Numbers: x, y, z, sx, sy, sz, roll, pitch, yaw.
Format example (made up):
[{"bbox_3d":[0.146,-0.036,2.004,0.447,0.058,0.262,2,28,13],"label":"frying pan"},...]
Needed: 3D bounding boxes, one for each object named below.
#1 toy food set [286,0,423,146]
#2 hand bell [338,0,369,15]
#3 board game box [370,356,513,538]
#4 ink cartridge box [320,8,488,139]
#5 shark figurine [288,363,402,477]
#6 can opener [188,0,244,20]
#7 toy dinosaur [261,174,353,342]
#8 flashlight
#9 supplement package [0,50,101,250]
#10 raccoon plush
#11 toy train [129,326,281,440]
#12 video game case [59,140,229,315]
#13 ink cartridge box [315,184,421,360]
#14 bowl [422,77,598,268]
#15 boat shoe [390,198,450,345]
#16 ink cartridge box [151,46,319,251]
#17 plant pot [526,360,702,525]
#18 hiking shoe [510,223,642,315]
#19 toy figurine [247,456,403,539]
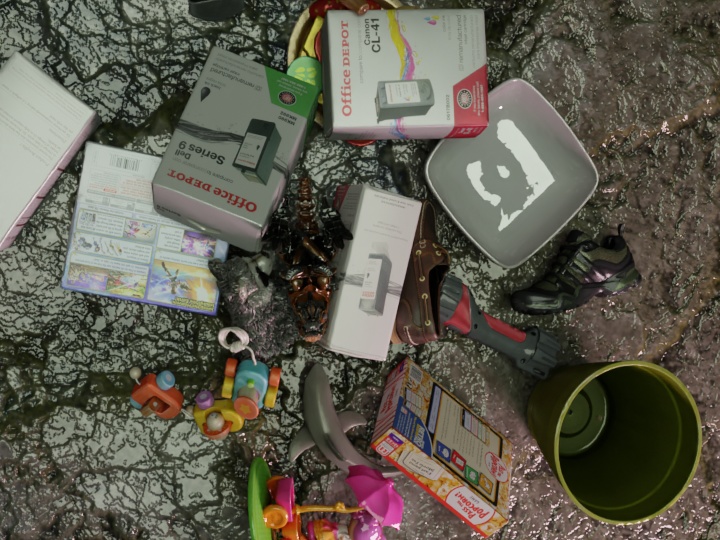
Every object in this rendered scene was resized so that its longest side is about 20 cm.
[{"bbox_3d":[0.001,-0.268,1.287,0.197,0.049,0.201,24,89,-13],"label":"toy food set"},{"bbox_3d":[-0.052,-0.380,1.198,0.103,0.104,0.201,-34,71,-7],"label":"hand bell"},{"bbox_3d":[0.112,0.227,1.291,0.199,0.152,0.046,40,120,-11],"label":"board game box"},{"bbox_3d":[0.053,-0.241,1.223,0.196,0.086,0.151,-3,89,-9],"label":"ink cartridge box"},{"bbox_3d":[-0.008,0.238,1.300,0.213,0.089,0.129,37,88,-10],"label":"shark figurine"},{"bbox_3d":[-0.123,-0.365,1.261,0.196,0.053,0.067,-10,130,-9],"label":"can opener"},{"bbox_3d":[-0.069,-0.021,1.198,0.101,0.136,0.202,-22,65,-12],"label":"toy dinosaur"},{"bbox_3d":[0.179,0.071,1.341,0.197,0.068,0.068,25,121,-16],"label":"flashlight"},{"bbox_3d":[-0.414,-0.138,1.175,0.116,0.117,0.201,37,86,-12],"label":"supplement package"},{"bbox_3d":[-0.145,0.074,1.223,0.133,0.096,0.204,13,91,-53],"label":"raccoon plush"},{"bbox_3d":[-0.193,0.156,1.228,0.198,0.056,0.150,-30,121,29],"label":"toy train"},{"bbox_3d":[-0.262,-0.051,1.248,0.196,0.045,0.185,11,90,-12],"label":"video game case"},{"bbox_3d":[0.000,0.000,1.254,0.083,0.146,0.204,14,91,-15],"label":"ink cartridge box"},{"bbox_3d":[0.191,-0.128,1.322,0.199,0.075,0.200,-43,101,-6],"label":"bowl"},{"bbox_3d":[0.084,-0.001,1.277,0.070,0.069,0.204,34,56,-51],"label":"boat shoe"},{"bbox_3d":[-0.150,-0.146,1.202,0.144,0.084,0.203,20,69,-2],"label":"ink cartridge box"},{"bbox_3d":[0.310,0.205,1.308,0.196,0.193,0.205,-1,94,-12],"label":"plant pot"},{"bbox_3d":[0.286,-0.001,1.359,0.197,0.076,0.103,-15,88,-19],"label":"hiking shoe"},{"bbox_3d":[-0.033,0.322,1.255,0.180,0.151,0.203,-8,118,5],"label":"toy figurine"}]
